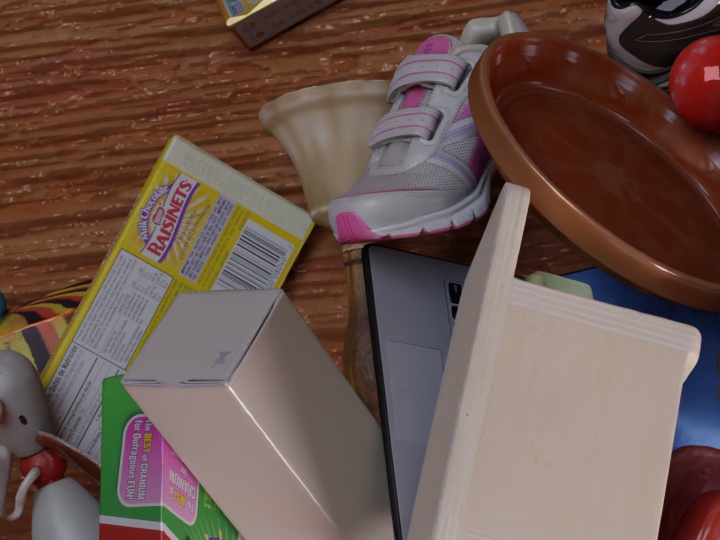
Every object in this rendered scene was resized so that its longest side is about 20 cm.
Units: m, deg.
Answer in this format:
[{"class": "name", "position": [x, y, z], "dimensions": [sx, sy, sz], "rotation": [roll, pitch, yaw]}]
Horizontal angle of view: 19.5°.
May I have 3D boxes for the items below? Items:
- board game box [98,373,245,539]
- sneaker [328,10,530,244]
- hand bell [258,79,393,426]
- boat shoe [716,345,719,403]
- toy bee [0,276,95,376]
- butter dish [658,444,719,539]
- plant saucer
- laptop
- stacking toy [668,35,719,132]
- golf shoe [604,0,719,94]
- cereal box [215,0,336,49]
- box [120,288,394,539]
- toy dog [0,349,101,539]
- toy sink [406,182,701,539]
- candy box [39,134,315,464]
[{"class": "board game box", "position": [-0.087, 0.172, 1.137], "dimensions": [0.040, 0.153, 0.201], "rotation": [-11, 66, 22]}, {"class": "sneaker", "position": [0.041, -0.081, 1.175], "dimensions": [0.081, 0.089, 0.200], "rotation": [-7, 25, 40]}, {"class": "hand bell", "position": [0.000, 0.000, 1.225], "dimensions": [0.104, 0.104, 0.201], "rotation": [-9, 77, 17]}, {"class": "boat shoe", "position": [0.264, 0.094, 1.034], "dimensions": [0.199, 0.072, 0.068], "rotation": [21, 31, -7]}, {"class": "toy bee", "position": [-0.234, 0.066, 1.263], "dimensions": [0.200, 0.109, 0.131], "rotation": [-38, 104, 12]}, {"class": "butter dish", "position": [0.212, 0.190, 1.002], "dimensions": [0.199, 0.148, 0.200], "rotation": [20, 76, 10]}, {"class": "plant saucer", "position": [0.141, -0.051, 1.128], "dimensions": [0.032, 0.200, 0.201], "rotation": [-53, 56, 29]}, {"class": "laptop", "position": [0.120, 0.067, 1.126], "dimensions": [0.116, 0.199, 0.188], "rotation": [-34, 54, 44]}, {"class": "stacking toy", "position": [0.255, -0.071, 1.142], "dimensions": [0.200, 0.085, 0.086], "rotation": [35, 84, 28]}, {"class": "golf shoe", "position": [0.224, -0.183, 1.197], "dimensions": [0.200, 0.095, 0.078], "rotation": [-40, 60, 0]}, {"class": "cereal box", "position": [-0.017, -0.249, 1.346], "dimensions": [0.199, 0.040, 0.144], "rotation": [-29, 62, 8]}, {"class": "box", "position": [-0.034, 0.102, 1.109], "dimensions": [0.082, 0.200, 0.069], "rotation": [-1, 44, 39]}, {"class": "toy dog", "position": [-0.173, 0.152, 1.172], "dimensions": [0.200, 0.096, 0.132], "rotation": [44, 107, -6]}, {"class": "toy sink", "position": [0.096, 0.080, 1.040], "dimensions": [0.111, 0.131, 0.201], "rotation": [14, 63, -2]}, {"class": "candy box", "position": [-0.115, 0.031, 1.248], "dimensions": [0.102, 0.026, 0.201], "rotation": [30, 79, -10]}]
